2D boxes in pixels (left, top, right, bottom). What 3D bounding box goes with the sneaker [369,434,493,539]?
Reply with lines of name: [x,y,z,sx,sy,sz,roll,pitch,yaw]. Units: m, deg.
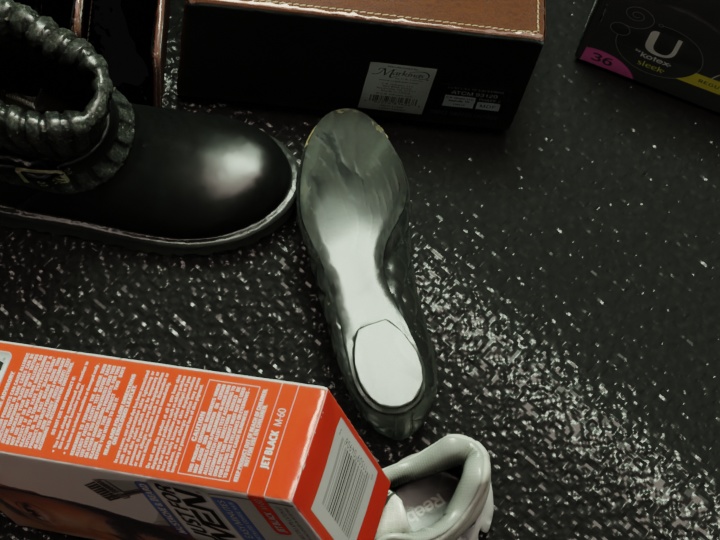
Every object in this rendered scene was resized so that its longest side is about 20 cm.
sneaker: [-0.011,0.150,0.973,0.200,0.081,0.075,-37,77,-20]

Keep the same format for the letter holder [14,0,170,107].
letter holder: [-0.155,-0.207,1.078,0.100,0.142,0.201,5,65,-6]

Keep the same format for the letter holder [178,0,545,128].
letter holder: [0.000,-0.177,1.104,0.199,0.101,0.143,5,63,-6]

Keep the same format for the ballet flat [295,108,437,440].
ballet flat: [0.000,0.000,1.058,0.066,0.057,0.200,-6,65,-7]

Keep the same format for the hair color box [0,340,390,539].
hair color box: [-0.098,0.095,0.929,0.199,0.111,0.064,7,63,24]

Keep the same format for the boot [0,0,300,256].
boot: [-0.130,-0.075,1.013,0.210,0.158,0.080,1,66,-8]

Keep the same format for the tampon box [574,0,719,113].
tampon box: [0.240,-0.210,1.145,0.150,0.126,0.200,22,65,3]
